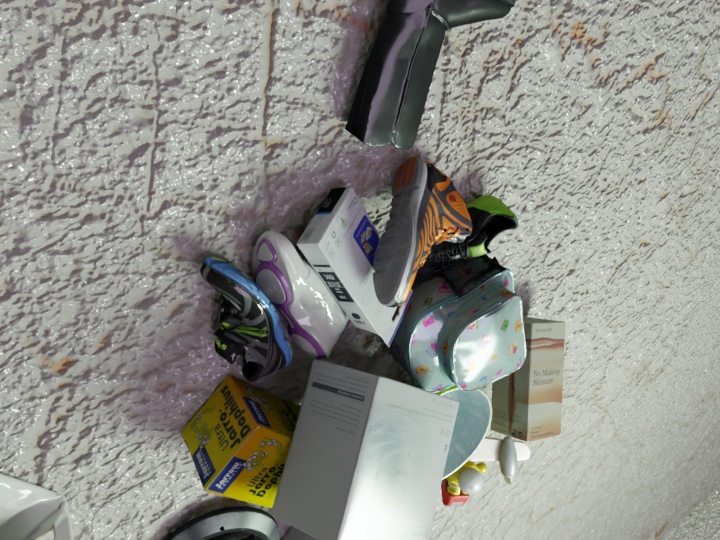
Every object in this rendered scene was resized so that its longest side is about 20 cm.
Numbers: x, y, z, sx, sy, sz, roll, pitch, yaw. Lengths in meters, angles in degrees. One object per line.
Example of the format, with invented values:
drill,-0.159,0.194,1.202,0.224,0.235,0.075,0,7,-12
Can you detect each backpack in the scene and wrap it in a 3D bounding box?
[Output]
backpack,0.142,0.090,0.889,0.199,0.154,0.177,-21,125,-9

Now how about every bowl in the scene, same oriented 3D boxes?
bowl,0.107,0.245,0.989,0.199,0.108,0.202,-16,124,-24

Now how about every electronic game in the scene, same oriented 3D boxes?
electronic game,-0.222,0.441,0.929,0.198,0.042,0.201,-13,126,-19

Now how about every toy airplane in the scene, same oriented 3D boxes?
toy airplane,0.190,0.338,1.087,0.199,0.141,0.199,-37,114,9

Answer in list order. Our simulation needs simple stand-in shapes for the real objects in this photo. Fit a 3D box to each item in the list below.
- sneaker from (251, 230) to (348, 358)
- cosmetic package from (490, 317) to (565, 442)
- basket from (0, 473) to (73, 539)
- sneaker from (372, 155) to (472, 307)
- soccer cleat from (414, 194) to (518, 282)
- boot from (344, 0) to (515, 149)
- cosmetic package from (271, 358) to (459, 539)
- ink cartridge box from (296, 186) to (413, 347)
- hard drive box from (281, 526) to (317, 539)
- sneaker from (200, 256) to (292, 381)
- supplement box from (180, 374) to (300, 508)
sneaker,-0.071,0.019,0.762,0.100,0.074,0.201,-50,136,-30
cosmetic package,0.295,0.186,1.049,0.103,0.087,0.202,0,91,-36
basket,-0.428,0.304,0.635,0.123,0.136,0.200,-41,134,0
sneaker,0.088,-0.039,0.763,0.111,0.077,0.202,23,74,-30
soccer cleat,0.132,-0.038,0.846,0.199,0.081,0.068,-35,132,-9
boot,0.081,-0.238,0.692,0.164,0.066,0.202,4,112,-27
cosmetic package,0.015,0.244,0.788,0.199,0.122,0.202,27,75,-47
ink cartridge box,0.000,0.000,0.766,0.201,0.039,0.100,57,47,-35
hard drive box,-0.040,0.468,0.998,0.077,0.156,0.201,31,97,-43
sneaker,-0.144,0.067,0.725,0.082,0.071,0.201,-36,136,-20
supplement box,-0.126,0.247,0.826,0.110,0.109,0.200,-50,134,2
